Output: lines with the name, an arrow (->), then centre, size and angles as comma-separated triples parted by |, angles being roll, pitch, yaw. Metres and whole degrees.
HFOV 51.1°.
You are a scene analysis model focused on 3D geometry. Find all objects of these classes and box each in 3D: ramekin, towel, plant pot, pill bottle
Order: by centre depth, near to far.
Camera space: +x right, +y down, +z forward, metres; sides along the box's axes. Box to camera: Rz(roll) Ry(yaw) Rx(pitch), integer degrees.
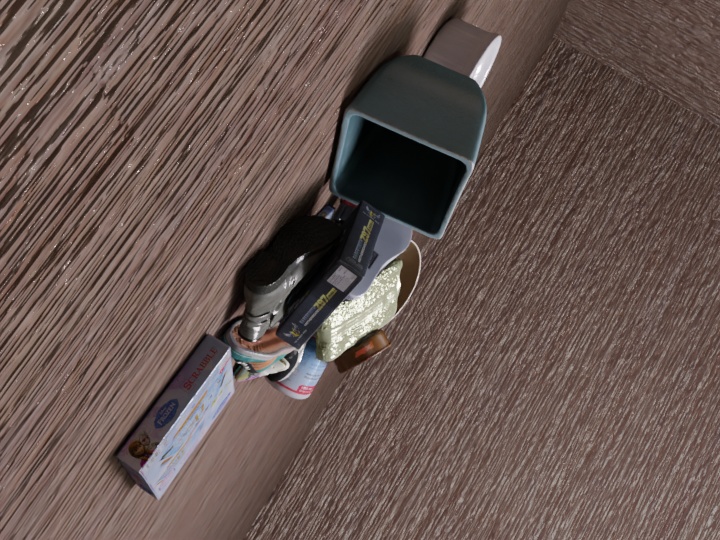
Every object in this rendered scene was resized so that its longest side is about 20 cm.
plant pot -> 0.088, -0.210, 1.152 | 0.197, 0.194, 0.201 | 108, 7, -58
towel -> -0.002, 0.068, 1.345 | 0.199, 0.036, 0.150 | -30, 136, -32
ramekin -> 0.170, -0.363, 1.394 | 0.202, 0.097, 0.201 | -58, 172, -13
plant pot -> 0.000, 0.000, 1.440 | 0.199, 0.134, 0.202 | -29, 137, -32
pill bottle -> -0.105, 0.147, 1.509 | 0.201, 0.108, 0.109 | -61, 172, 12

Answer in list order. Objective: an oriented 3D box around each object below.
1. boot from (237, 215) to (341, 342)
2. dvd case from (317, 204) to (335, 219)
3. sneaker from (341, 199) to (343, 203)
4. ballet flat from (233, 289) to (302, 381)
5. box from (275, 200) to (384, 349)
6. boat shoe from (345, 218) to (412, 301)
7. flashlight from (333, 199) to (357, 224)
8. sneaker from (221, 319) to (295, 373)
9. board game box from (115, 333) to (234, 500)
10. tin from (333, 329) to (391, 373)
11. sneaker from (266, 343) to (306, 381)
boot -> -0.111, 0.010, 1.111 | 0.200, 0.067, 0.131 | -41, 157, -40
dvd case -> -0.110, -0.007, 1.243 | 0.200, 0.017, 0.143 | -52, 168, -45
sneaker -> 0.064, -0.177, 1.357 | 0.201, 0.115, 0.074 | -60, 170, -2
ballet flat -> -0.138, 0.125, 1.301 | 0.201, 0.071, 0.069 | -54, 176, 0
box -> -0.047, 0.007, 1.166 | 0.200, 0.051, 0.158 | -47, -166, 38
boat shoe -> 0.017, -0.018, 1.287 | 0.201, 0.070, 0.066 | -55, -167, -32
flashlight -> 0.023, -0.163, 1.295 | 0.068, 0.068, 0.202 | 15, -102, 59
sneaker -> -0.169, 0.127, 1.174 | 0.080, 0.072, 0.200 | -40, 164, 12
board game box -> -0.254, 0.212, 1.070 | 0.201, 0.041, 0.200 | -56, 171, -27
tin -> -0.002, 0.156, 1.454 | 0.111, 0.042, 0.200 | -34, 178, -8
sneaker -> -0.143, 0.124, 1.412 | 0.087, 0.076, 0.201 | 3, 124, -53
